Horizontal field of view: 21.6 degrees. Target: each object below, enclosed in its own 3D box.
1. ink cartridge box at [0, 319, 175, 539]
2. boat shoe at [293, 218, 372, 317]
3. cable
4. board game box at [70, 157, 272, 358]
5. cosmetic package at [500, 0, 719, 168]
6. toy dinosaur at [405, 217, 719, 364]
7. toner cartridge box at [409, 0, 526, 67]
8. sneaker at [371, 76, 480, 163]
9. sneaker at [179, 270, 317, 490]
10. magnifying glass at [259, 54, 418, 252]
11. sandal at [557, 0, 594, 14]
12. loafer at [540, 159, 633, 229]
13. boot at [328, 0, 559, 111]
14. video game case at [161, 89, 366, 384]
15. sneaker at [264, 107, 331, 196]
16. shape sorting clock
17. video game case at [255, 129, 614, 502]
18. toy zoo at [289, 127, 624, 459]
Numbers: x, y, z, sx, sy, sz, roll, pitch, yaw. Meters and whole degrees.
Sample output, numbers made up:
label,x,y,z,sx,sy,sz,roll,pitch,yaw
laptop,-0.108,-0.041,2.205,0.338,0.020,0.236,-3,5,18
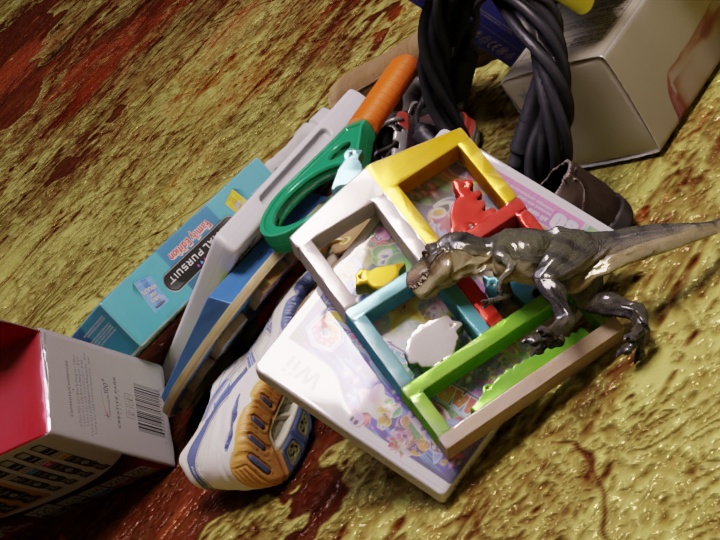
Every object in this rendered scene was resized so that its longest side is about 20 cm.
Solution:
label,x,y,z,sx,sy,sz,roll,pitch,yaw
ink cartridge box,-0.268,0.121,1.364,0.199,0.175,0.085,-26,61,29
boat shoe,0.000,0.000,1.264,0.074,0.066,0.200,-51,-9,27
cable,0.088,-0.113,1.273,0.050,0.164,0.200,-13,-27,-23
board game box,-0.154,0.015,1.485,0.200,0.047,0.151,-46,2,-38
cosmetic package,0.200,-0.172,1.341,0.103,0.087,0.200,-7,37,50
toy dinosaur,0.127,0.008,1.093,0.198,0.048,0.089,-6,57,-1
toner cartridge box,0.069,-0.221,1.345,0.043,0.200,0.096,-25,65,26
sneaker,0.026,-0.075,1.427,0.077,0.082,0.201,-23,27,32
sneaker,-0.062,0.067,1.303,0.088,0.075,0.200,-16,31,43
magnifying glass,-0.008,-0.084,1.313,0.079,0.022,0.201,-16,33,43
sandal,0.125,-0.255,1.290,0.087,0.079,0.200,-51,44,15
loafer,0.079,-0.004,1.227,0.199,0.071,0.073,-37,22,3
boot,0.086,-0.181,1.543,0.174,0.067,0.200,-8,-10,-26
video game case,-0.074,-0.022,1.411,0.182,0.023,0.200,-50,-8,-36
sneaker,-0.036,-0.077,1.537,0.085,0.073,0.200,-48,7,-8
shape sorting clock,-0.076,0.027,1.365,0.201,0.039,0.200,-54,-6,-9
video game case,0.051,0.023,1.149,0.200,0.143,0.018,-52,-19,-18
toy zoo,0.048,-0.001,1.139,0.131,0.021,0.200,-32,66,-10
